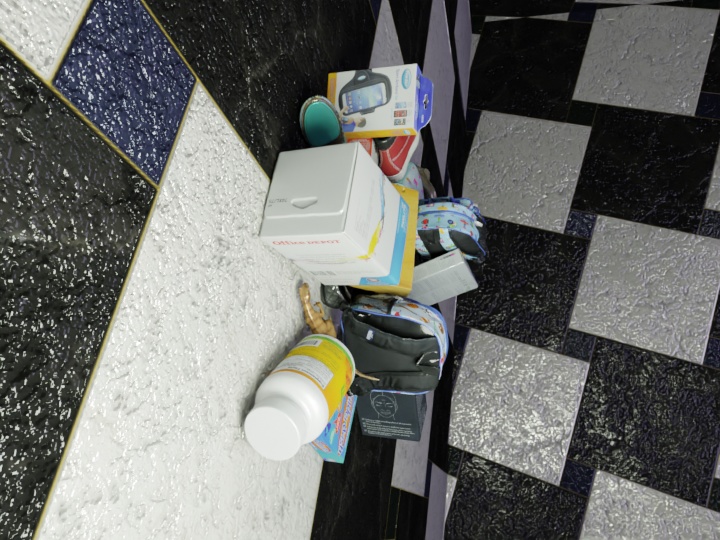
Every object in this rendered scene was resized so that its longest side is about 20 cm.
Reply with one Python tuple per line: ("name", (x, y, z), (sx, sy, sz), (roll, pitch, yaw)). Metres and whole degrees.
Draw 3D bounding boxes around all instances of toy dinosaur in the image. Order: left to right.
("toy dinosaur", (-0.056, 0.118, 0.891), (0.201, 0.060, 0.106), (54, -10, 1))

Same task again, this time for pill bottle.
("pill bottle", (-0.088, 0.185, 0.778), (0.200, 0.110, 0.112), (-47, 135, -65))

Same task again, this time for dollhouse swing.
("dollhouse swing", (0.027, -0.051, 1.054), (0.176, 0.180, 0.202), (154, -55, -63))

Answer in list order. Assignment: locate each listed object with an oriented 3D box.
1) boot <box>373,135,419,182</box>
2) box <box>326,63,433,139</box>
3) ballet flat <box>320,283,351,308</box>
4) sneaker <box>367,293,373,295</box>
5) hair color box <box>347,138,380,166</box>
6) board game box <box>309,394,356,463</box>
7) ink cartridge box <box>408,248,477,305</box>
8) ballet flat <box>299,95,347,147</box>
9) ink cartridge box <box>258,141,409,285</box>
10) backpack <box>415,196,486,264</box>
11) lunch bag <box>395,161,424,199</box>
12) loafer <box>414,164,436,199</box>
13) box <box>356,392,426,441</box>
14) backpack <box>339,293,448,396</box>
("boot", (0.076, -0.311, 1.122), (0.145, 0.072, 0.201), (67, 32, -52))
("box", (0.033, -0.309, 0.965), (0.041, 0.198, 0.120), (12, 80, -67))
("ballet flat", (-0.046, -0.028, 0.980), (0.066, 0.056, 0.202), (-34, 124, -69))
("sneaker", (0.014, 0.126, 1.171), (0.200, 0.073, 0.082), (-47, 140, -62))
("hair color box", (0.013, -0.260, 1.138), (0.111, 0.063, 0.202), (26, 68, -72))
("board game box", (-0.060, 0.254, 0.985), (0.201, 0.045, 0.153), (69, 28, -52))
("ink cartridge box", (0.162, 0.032, 1.221), (0.196, 0.198, 0.044), (40, 31, -63))
("ballet flat", (-0.061, -0.241, 0.922), (0.200, 0.073, 0.075), (67, 30, -57))
("ink cartridge box", (-0.032, -0.078, 0.818), (0.200, 0.145, 0.147), (40, 55, -56))
("backpack", (0.185, -0.099, 1.192), (0.200, 0.181, 0.136), (29, 64, -59))
("lunch bag", (0.105, -0.163, 1.350), (0.171, 0.121, 0.202), (-59, 152, -56))
("loafer", (0.168, -0.251, 1.469), (0.201, 0.068, 0.076), (-119, -158, -44))
("box", (0.071, 0.290, 1.235), (0.107, 0.147, 0.202), (-66, 152, -51))
("backpack", (0.067, 0.138, 0.970), (0.154, 0.189, 0.202), (-46, 140, -54))
